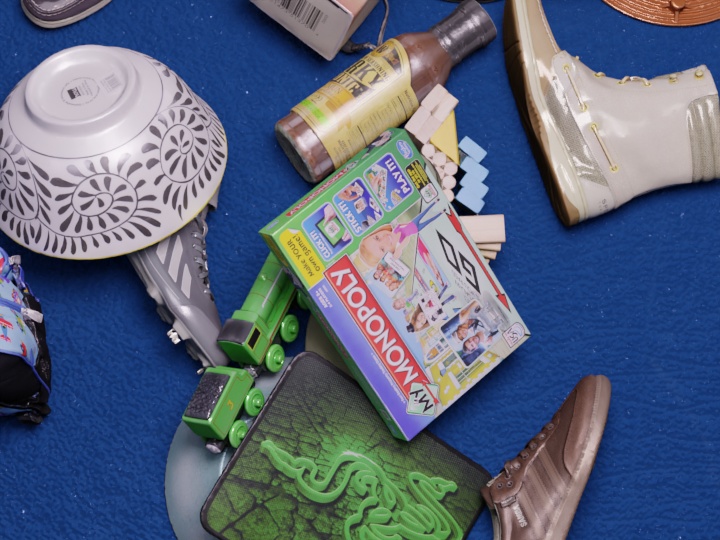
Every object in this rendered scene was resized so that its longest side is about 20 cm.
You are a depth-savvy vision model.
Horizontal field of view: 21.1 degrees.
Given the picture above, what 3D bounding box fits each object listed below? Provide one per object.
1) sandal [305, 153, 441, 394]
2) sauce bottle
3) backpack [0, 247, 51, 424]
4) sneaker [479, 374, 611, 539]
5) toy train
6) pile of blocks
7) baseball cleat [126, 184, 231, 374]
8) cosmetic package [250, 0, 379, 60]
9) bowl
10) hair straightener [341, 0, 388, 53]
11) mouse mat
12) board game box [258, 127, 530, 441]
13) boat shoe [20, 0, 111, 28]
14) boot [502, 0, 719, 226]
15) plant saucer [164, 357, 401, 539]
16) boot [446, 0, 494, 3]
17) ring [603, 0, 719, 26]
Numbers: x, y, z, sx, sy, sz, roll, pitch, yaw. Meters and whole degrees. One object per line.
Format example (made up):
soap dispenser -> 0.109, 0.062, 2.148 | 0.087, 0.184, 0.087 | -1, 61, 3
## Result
sandal -> 0.000, -0.001, 1.520 | 0.080, 0.057, 0.202 | 21, 94, 32
sauce bottle -> 0.023, -0.152, 1.594 | 0.200, 0.065, 0.065 | -37, 79, -11
backpack -> -0.333, 0.046, 1.466 | 0.182, 0.200, 0.135 | -7, 76, -2
sneaker -> 0.135, 0.165, 1.509 | 0.075, 0.070, 0.200 | 20, 75, 5
toy train -> -0.082, 0.050, 1.521 | 0.042, 0.056, 0.200 | 5, 57, 34
pile of blocks -> 0.073, -0.047, 1.570 | 0.082, 0.062, 0.201 | 1, 84, -2
baseball cleat -> -0.141, -0.020, 1.554 | 0.106, 0.070, 0.200 | -34, 79, -9
cosmetic package -> 0.000, -0.286, 1.590 | 0.103, 0.087, 0.200 | 36, 65, -1
bowl -> -0.210, -0.114, 1.525 | 0.200, 0.094, 0.201 | -4, 51, 5
hair straightener -> -0.036, -0.266, 1.634 | 0.077, 0.041, 0.200 | -35, 79, -9
mouse mat -> -0.007, 0.177, 1.496 | 0.200, 0.008, 0.161 | 35, 76, -16
board game box -> 0.029, 0.011, 1.481 | 0.135, 0.029, 0.200 | -40, 111, -17
boat shoe -> -0.205, -0.283, 1.623 | 0.200, 0.065, 0.072 | -37, 79, -10
boot -> 0.208, -0.150, 1.592 | 0.154, 0.072, 0.201 | -16, 81, -4
plant saucer -> -0.056, 0.163, 1.523 | 0.200, 0.039, 0.202 | 0, 75, 0
boot -> 0.136, -0.276, 1.584 | 0.199, 0.131, 0.068 | -3, 77, 10
ring -> 0.269, -0.305, 1.660 | 0.200, 0.019, 0.201 | 0, 76, -1
